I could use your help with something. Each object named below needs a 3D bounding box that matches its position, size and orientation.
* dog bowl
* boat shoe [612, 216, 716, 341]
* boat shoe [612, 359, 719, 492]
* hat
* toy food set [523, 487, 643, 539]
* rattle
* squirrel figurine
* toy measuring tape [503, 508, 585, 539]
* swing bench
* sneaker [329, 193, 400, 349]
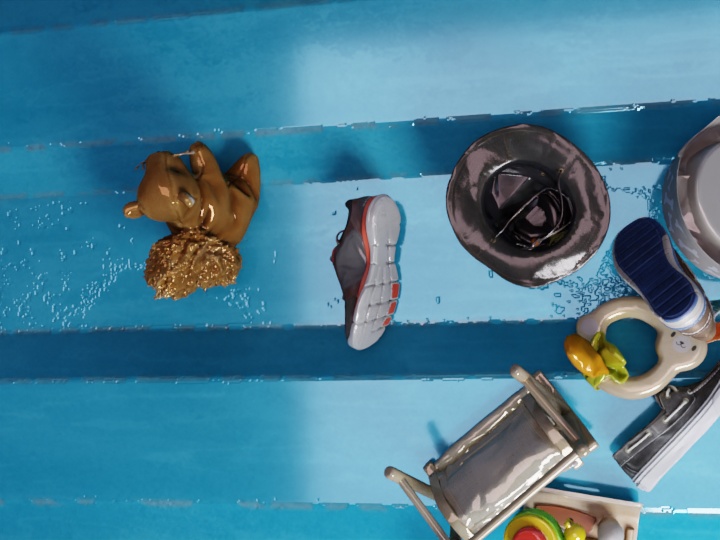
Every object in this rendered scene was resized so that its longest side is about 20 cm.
[{"bbox_3d":[0.442,-0.079,1.089,0.198,0.059,0.202,3,76,-11],"label":"dog bowl"},{"bbox_3d":[0.354,0.014,1.096,0.072,0.201,0.072,-37,120,21],"label":"boat shoe"},{"bbox_3d":[0.381,0.171,1.124,0.071,0.072,0.200,41,92,17],"label":"boat shoe"},{"bbox_3d":[0.207,-0.083,1.163,0.199,0.081,0.203,1,97,9],"label":"hat"},{"bbox_3d":[0.264,0.372,1.150,0.142,0.060,0.202,6,90,11],"label":"toy food set"},{"bbox_3d":[0.348,0.072,1.098,0.198,0.143,0.131,-8,56,21],"label":"rattle"},{"bbox_3d":[-0.216,-0.063,1.193,0.140,0.187,0.202,-3,88,11],"label":"squirrel figurine"},{"bbox_3d":[0.174,0.334,1.130,0.199,0.073,0.074,-24,84,20],"label":"toy measuring tape"},{"bbox_3d":[0.163,0.223,1.098,0.199,0.200,0.130,-42,71,8],"label":"swing bench"},{"bbox_3d":[0.000,0.000,1.219,0.081,0.077,0.202,9,90,38],"label":"sneaker"}]
